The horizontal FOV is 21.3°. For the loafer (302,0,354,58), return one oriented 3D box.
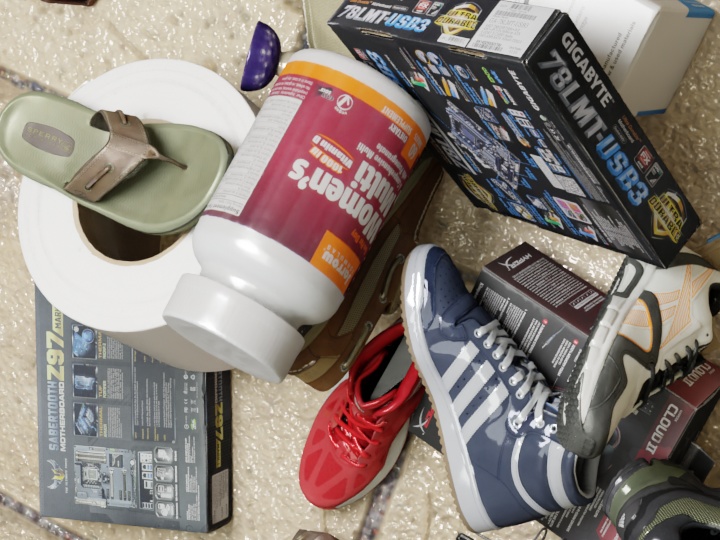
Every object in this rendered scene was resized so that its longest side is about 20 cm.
[{"bbox_3d":[-0.012,-0.229,1.400,0.075,0.068,0.202,6,98,24],"label":"loafer"}]

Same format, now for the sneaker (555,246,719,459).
[{"bbox_3d":[0.186,0.048,1.240,0.079,0.201,0.074,28,140,5],"label":"sneaker"}]

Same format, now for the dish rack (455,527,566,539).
[{"bbox_3d":[0.158,0.240,1.342,0.199,0.154,0.055,26,65,29],"label":"dish rack"}]

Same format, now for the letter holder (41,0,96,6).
[{"bbox_3d":[-0.274,-0.311,1.474,0.101,0.142,0.200,-45,77,22],"label":"letter holder"}]

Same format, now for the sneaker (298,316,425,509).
[{"bbox_3d":[-0.003,0.101,1.409,0.078,0.115,0.201,37,110,16],"label":"sneaker"}]

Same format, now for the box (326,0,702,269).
[{"bbox_3d":[0.099,-0.098,1.240,0.050,0.200,0.198,-50,37,-13],"label":"box"}]

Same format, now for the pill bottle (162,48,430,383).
[{"bbox_3d":[-0.043,-0.035,1.259,0.109,0.110,0.201,23,76,21],"label":"pill bottle"}]

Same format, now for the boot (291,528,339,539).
[{"bbox_3d":[0.022,0.259,1.436,0.201,0.064,0.187,53,126,15],"label":"boot"}]

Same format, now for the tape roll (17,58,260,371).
[{"bbox_3d":[-0.132,-0.038,1.407,0.201,0.139,0.205,-5,74,20],"label":"tape roll"}]

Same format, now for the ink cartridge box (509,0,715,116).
[{"bbox_3d":[0.121,-0.186,1.300,0.199,0.144,0.085,32,108,19],"label":"ink cartridge box"}]

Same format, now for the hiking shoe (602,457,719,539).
[{"bbox_3d":[0.259,0.187,1.266,0.198,0.101,0.076,7,125,-14],"label":"hiking shoe"}]

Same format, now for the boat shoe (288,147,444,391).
[{"bbox_3d":[0.000,0.000,1.363,0.075,0.201,0.074,-2,135,52],"label":"boat shoe"}]

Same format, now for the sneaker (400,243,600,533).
[{"bbox_3d":[0.100,0.072,1.282,0.108,0.070,0.202,-12,97,30],"label":"sneaker"}]

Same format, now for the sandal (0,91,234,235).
[{"bbox_3d":[-0.179,-0.078,1.328,0.199,0.057,0.081,15,81,24],"label":"sandal"}]

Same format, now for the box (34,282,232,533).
[{"bbox_3d":[-0.181,0.101,1.528,0.156,0.051,0.202,2,96,22],"label":"box"}]

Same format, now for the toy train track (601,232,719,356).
[{"bbox_3d":[0.249,-0.014,1.314,0.199,0.033,0.115,-29,95,36],"label":"toy train track"}]

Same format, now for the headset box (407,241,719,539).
[{"bbox_3d":[0.152,0.099,1.345,0.199,0.075,0.150,33,120,18],"label":"headset box"}]

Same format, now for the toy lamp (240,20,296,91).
[{"bbox_3d":[0.016,-0.131,1.374,0.198,0.058,0.059,16,104,-3],"label":"toy lamp"}]
